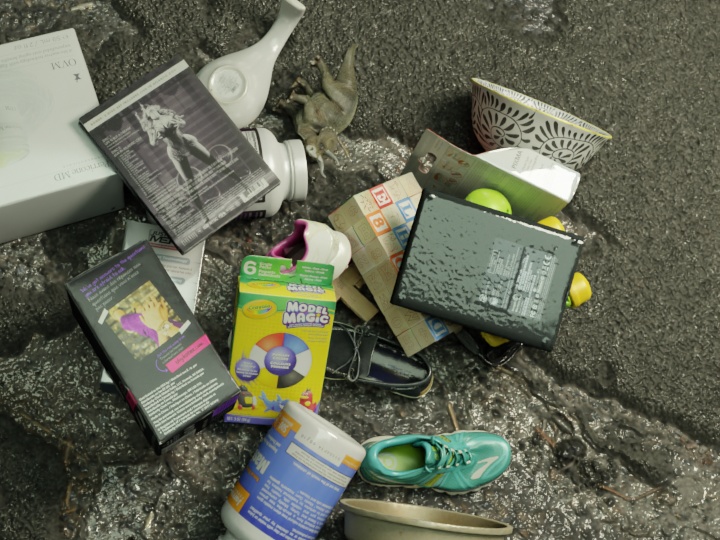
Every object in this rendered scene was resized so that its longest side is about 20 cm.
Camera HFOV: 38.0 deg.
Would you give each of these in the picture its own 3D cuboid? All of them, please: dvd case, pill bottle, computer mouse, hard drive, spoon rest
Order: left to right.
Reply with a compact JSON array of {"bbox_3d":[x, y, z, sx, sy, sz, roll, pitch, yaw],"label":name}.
[{"bbox_3d":[-0.211,-0.138,1.228,0.148,0.016,0.201,-38,86,-20],"label":"dvd case"},{"bbox_3d":[-0.170,-0.118,1.301,0.198,0.113,0.114,-5,74,-13],"label":"pill bottle"},{"bbox_3d":[-0.145,-0.274,1.392,0.099,0.061,0.201,36,83,3],"label":"spoon rest"},{"bbox_3d":[-0.089,0.261,1.188,0.111,0.112,0.201,32,85,0],"label":"pill bottle"},{"bbox_3d":[0.157,0.026,1.360,0.140,0.046,0.201,-35,91,-19],"label":"computer mouse"},{"bbox_3d":[0.147,0.000,1.222,0.198,0.033,0.141,17,89,-4],"label":"hard drive"}]

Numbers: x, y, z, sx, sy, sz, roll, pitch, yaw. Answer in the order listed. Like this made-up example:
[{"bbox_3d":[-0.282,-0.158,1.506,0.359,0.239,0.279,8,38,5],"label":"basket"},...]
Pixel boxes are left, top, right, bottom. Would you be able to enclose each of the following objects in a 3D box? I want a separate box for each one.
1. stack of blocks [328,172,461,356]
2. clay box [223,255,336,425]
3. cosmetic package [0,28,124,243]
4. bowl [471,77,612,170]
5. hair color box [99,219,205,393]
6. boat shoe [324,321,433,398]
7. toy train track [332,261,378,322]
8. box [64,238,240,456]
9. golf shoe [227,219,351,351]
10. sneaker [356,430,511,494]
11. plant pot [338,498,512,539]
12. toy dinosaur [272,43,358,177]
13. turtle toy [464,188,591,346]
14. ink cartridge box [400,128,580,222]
[{"bbox_3d":[0.061,-0.010,1.298,0.115,0.058,0.201,-25,83,-44],"label":"stack of blocks"},{"bbox_3d":[-0.095,0.085,1.224,0.113,0.048,0.202,5,115,-9],"label":"clay box"},{"bbox_3d":[-0.409,-0.157,1.261,0.197,0.123,0.202,-18,79,-16],"label":"cosmetic package"},{"bbox_3d":[0.221,-0.174,1.383,0.199,0.201,0.095,22,105,-4],"label":"bowl"},{"bbox_3d":[-0.249,0.049,1.261,0.098,0.061,0.202,9,72,-9],"label":"hair color box"},{"bbox_3d":[-0.001,0.105,1.292,0.198,0.062,0.075,18,72,-4],"label":"boat shoe"},{"bbox_3d":[0.000,0.000,1.341,0.115,0.033,0.200,43,62,10],"label":"toy train track"},{"bbox_3d":[-0.230,0.088,1.155,0.105,0.122,0.201,-30,81,-19],"label":"box"},{"bbox_3d":[-0.102,0.018,1.257,0.200,0.091,0.075,-50,49,4],"label":"golf shoe"},{"bbox_3d":[0.092,0.230,1.262,0.197,0.080,0.078,-2,73,-13],"label":"sneaker"},{"bbox_3d":[0.061,0.364,1.168,0.198,0.200,0.186,9,82,-8],"label":"plant pot"},{"bbox_3d":[-0.048,-0.216,1.387,0.102,0.077,0.201,41,55,-16],"label":"toy dinosaur"},{"bbox_3d":[0.185,-0.008,1.293,0.145,0.101,0.202,-25,92,-3],"label":"turtle toy"},{"bbox_3d":[0.161,-0.120,1.342,0.198,0.160,0.048,27,71,-2],"label":"ink cartridge box"}]
